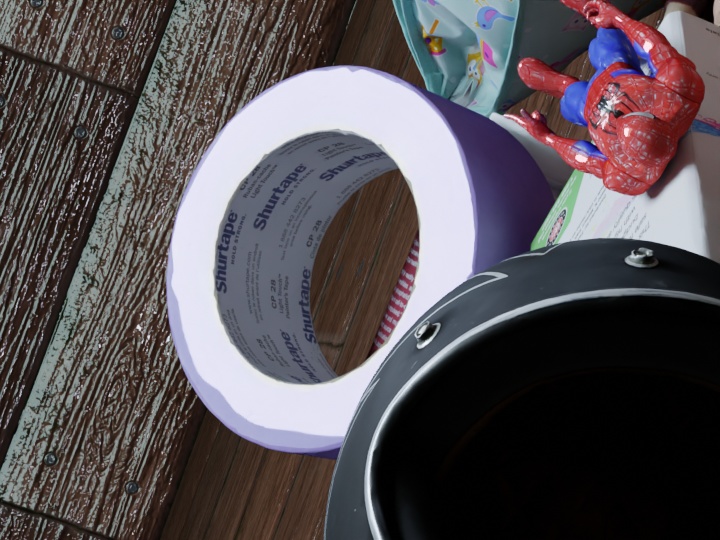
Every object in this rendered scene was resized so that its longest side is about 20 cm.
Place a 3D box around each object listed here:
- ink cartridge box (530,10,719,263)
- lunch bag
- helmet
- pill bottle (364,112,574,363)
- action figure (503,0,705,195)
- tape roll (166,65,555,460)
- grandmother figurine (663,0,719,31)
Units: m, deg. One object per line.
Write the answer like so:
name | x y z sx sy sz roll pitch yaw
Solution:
ink cartridge box | 0.136 0.008 0.768 0.200 0.084 0.145 -81 16 -54
lunch bag | 0.108 -0.184 1.019 0.170 0.122 0.200 -37 -27 -20
helmet | 0.078 0.091 0.596 0.200 0.200 0.191 124 152 -57
pill bottle | 0.075 0.020 1.019 0.113 0.113 0.200 -128 59 -80
action figure | 0.100 -0.076 0.763 0.065 0.052 0.200 -59 15 13
tape roll | 0.000 0.000 0.956 0.200 0.085 0.200 -10 74 36
grandmother figurine | 0.193 -0.152 0.901 0.121 0.061 0.200 -35 21 23
